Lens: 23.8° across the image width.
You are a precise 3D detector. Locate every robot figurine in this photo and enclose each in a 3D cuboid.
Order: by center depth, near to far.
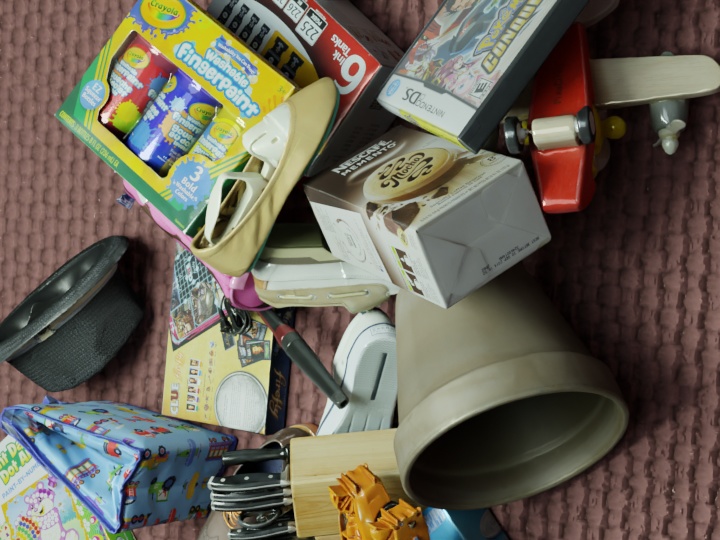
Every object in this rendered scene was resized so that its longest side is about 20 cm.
[{"bbox_3d":[0.029,0.276,1.501,0.145,0.058,0.201,32,139,55],"label":"robot figurine"}]

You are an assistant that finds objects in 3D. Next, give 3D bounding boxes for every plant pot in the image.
[{"bbox_3d":[0.110,0.082,1.469,0.200,0.200,0.174,-36,54,28],"label":"plant pot"}]

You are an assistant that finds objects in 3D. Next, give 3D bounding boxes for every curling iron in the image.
[{"bbox_3d":[-0.071,0.075,1.609,0.200,0.026,0.050,36,100,41],"label":"curling iron"}]

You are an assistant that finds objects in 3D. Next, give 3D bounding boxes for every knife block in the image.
[{"bbox_3d":[-0.031,0.186,1.557,0.200,0.175,0.064,-45,27,25],"label":"knife block"}]

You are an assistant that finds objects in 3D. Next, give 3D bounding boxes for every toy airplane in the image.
[{"bbox_3d":[0.178,-0.143,1.457,0.199,0.141,0.200,-41,49,-12],"label":"toy airplane"}]

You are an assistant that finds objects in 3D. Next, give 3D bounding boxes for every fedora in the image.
[{"bbox_3d":[-0.295,0.057,1.770,0.200,0.201,0.092,-31,109,30],"label":"fedora"}]

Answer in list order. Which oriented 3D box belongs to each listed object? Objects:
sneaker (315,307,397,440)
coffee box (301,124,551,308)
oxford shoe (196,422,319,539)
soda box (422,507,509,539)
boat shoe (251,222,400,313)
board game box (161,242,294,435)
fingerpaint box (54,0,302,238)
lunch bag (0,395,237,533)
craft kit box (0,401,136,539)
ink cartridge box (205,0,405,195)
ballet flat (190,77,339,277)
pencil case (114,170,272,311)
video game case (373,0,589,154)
[{"bbox_3d":[-0.001,0.127,1.606,0.071,0.073,0.201,-104,32,-59],"label":"sneaker"},{"bbox_3d":[0.051,-0.050,1.439,0.200,0.113,0.080,24,142,58],"label":"coffee box"},{"bbox_3d":[-0.115,0.225,1.670,0.071,0.073,0.200,46,114,25],"label":"oxford shoe"},{"bbox_3d":[0.119,0.296,1.514,0.064,0.068,0.200,-45,66,27],"label":"soda box"},{"bbox_3d":[0.000,0.000,1.567,0.199,0.075,0.069,4,119,0],"label":"boat shoe"},{"bbox_3d":[-0.130,0.054,1.706,0.135,0.035,0.201,8,94,34],"label":"board game box"},{"bbox_3d":[-0.160,-0.147,1.583,0.200,0.073,0.167,41,97,27],"label":"fingerpaint box"},{"bbox_3d":[-0.253,0.171,1.717,0.200,0.150,0.094,27,104,31],"label":"lunch bag"},{"bbox_3d":[-0.347,0.278,1.846,0.200,0.048,0.198,-42,65,26],"label":"craft kit box"},{"bbox_3d":[-0.067,-0.182,1.638,0.200,0.084,0.176,45,113,25],"label":"ink cartridge box"},{"bbox_3d":[-0.086,-0.085,1.491,0.200,0.063,0.069,-62,31,14],"label":"ballet flat"},{"bbox_3d":[-0.148,-0.046,1.643,0.200,0.094,0.091,42,105,30],"label":"pencil case"},{"bbox_3d":[0.110,-0.202,1.444,0.200,0.025,0.181,-54,27,0],"label":"video game case"}]
